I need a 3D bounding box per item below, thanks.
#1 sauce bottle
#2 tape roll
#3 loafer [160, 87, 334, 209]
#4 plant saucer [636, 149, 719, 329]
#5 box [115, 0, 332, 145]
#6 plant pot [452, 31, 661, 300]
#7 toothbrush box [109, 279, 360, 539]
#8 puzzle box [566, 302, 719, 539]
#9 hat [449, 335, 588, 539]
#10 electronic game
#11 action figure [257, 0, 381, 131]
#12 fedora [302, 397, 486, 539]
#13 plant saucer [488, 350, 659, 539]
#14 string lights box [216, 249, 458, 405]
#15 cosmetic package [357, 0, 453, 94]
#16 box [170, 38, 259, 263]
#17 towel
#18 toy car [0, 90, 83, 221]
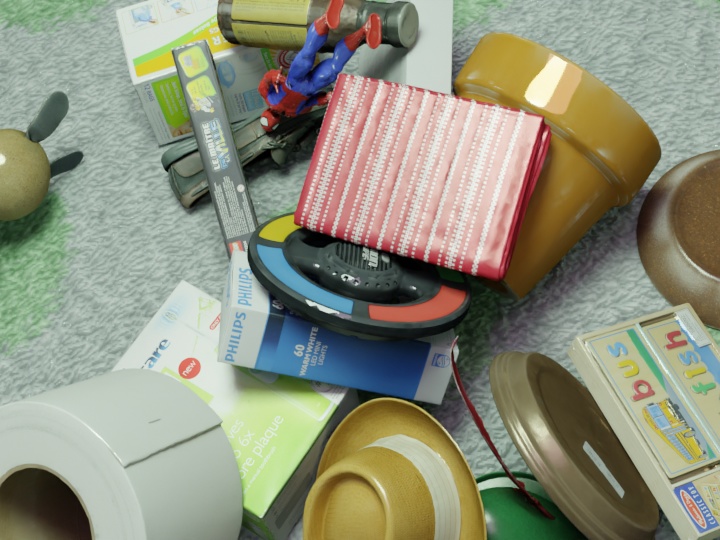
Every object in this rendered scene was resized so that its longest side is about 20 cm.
[{"bbox_3d":[-0.040,-0.234,1.154,0.198,0.065,0.065,12,63,29],"label":"sauce bottle"},{"bbox_3d":[-0.214,0.191,0.999,0.200,0.139,0.206,4,99,27],"label":"tape roll"},{"bbox_3d":[-0.103,-0.123,1.259,0.198,0.072,0.064,-21,80,4],"label":"loafer"},{"bbox_3d":[0.360,-0.039,1.156,0.197,0.037,0.203,-4,61,7],"label":"plant saucer"},{"bbox_3d":[-0.139,-0.228,1.287,0.197,0.113,0.102,-17,61,-3],"label":"box"},{"bbox_3d":[0.143,-0.083,1.135,0.199,0.200,0.184,33,86,23],"label":"plant pot"},{"bbox_3d":[-0.118,0.126,1.106,0.198,0.086,0.146,28,68,23],"label":"toothbrush box"},{"bbox_3d":[0.279,0.126,1.056,0.132,0.026,0.201,-14,58,-25],"label":"puzzle box"},{"bbox_3d":[0.114,0.203,0.975,0.199,0.177,0.166,31,68,22],"label":"hat"},{"bbox_3d":[0.000,0.000,1.060,0.197,0.042,0.201,13,26,-6],"label":"electronic game"},{"bbox_3d":[-0.050,-0.178,1.139,0.065,0.200,0.052,17,66,-20],"label":"action figure"},{"bbox_3d":[0.009,0.205,0.986,0.081,0.202,0.201,-6,48,-46],"label":"fedora"},{"bbox_3d":[0.178,0.143,0.996,0.029,0.199,0.201,-39,59,20],"label":"plant saucer"},{"bbox_3d":[-0.021,0.048,1.072,0.197,0.060,0.103,12,27,-10],"label":"string lights box"},{"bbox_3d":[0.040,-0.183,1.202,0.051,0.151,0.202,13,55,-13],"label":"cosmetic package"},{"bbox_3d":[-0.133,-0.111,1.169,0.034,0.110,0.203,-15,96,-3],"label":"box"},{"bbox_3d":[0.052,-0.082,1.052,0.198,0.022,0.147,15,83,20],"label":"towel"},{"bbox_3d":[-0.373,-0.103,1.232,0.199,0.165,0.158,-33,62,-21],"label":"toy car"}]
